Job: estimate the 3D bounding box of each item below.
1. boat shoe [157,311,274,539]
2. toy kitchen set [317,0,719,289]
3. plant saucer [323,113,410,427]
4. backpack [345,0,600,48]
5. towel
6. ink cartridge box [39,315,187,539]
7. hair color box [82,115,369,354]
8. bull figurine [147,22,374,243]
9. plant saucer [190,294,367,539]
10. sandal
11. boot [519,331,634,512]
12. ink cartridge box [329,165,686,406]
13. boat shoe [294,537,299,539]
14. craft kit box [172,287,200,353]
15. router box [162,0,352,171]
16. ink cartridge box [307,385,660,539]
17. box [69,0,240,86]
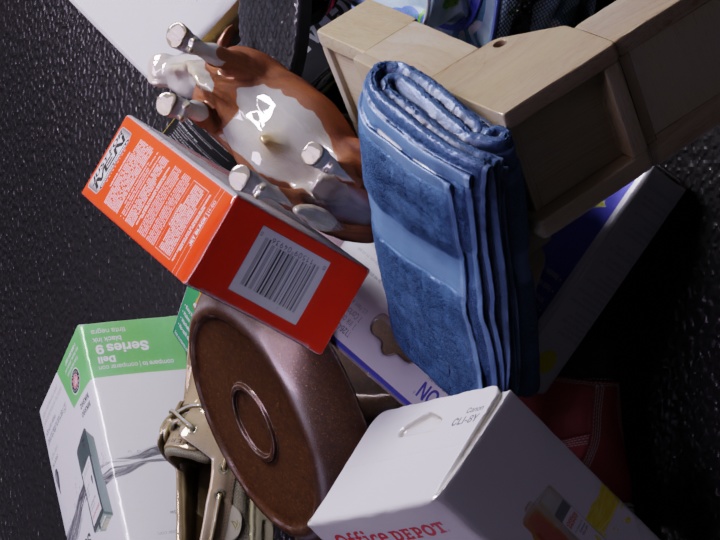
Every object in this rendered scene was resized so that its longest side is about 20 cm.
[{"bbox_3d":[-0.103,0.116,1.915,0.072,0.065,0.202,-18,73,56],"label":"boat shoe"},{"bbox_3d":[0.115,-0.085,1.576,0.200,0.180,0.164,30,147,54],"label":"toy kitchen set"},{"bbox_3d":[0.000,0.000,1.800,0.199,0.034,0.202,1,92,29],"label":"plant saucer"},{"bbox_3d":[0.067,-0.230,1.666,0.183,0.146,0.201,33,114,53],"label":"backpack"},{"bbox_3d":[0.045,-0.014,1.509,0.112,0.048,0.201,38,152,36],"label":"towel"},{"bbox_3d":[-0.166,0.157,2.057,0.146,0.083,0.201,121,140,-54],"label":"ink cartridge box"},{"bbox_3d":[-0.083,-0.024,1.645,0.061,0.101,0.200,-59,27,3],"label":"hair color box"},{"bbox_3d":[-0.058,-0.085,1.601,0.200,0.121,0.065,37,102,26],"label":"bull figurine"},{"bbox_3d":[-0.055,0.090,1.765,0.200,0.034,0.201,48,151,37],"label":"plant saucer"},{"bbox_3d":[-0.034,-0.197,1.664,0.075,0.045,0.202,22,109,56],"label":"sandal"},{"bbox_3d":[0.088,0.095,1.686,0.199,0.072,0.145,-11,78,49],"label":"boot"},{"bbox_3d":[0.075,-0.011,1.662,0.201,0.047,0.198,-56,39,4],"label":"ink cartridge box"},{"bbox_3d":[0.005,0.203,1.833,0.073,0.063,0.202,-44,58,42],"label":"boat shoe"},{"bbox_3d":[-0.051,0.016,1.940,0.200,0.048,0.198,51,127,47],"label":"craft kit box"},{"bbox_3d":[-0.055,-0.124,1.821,0.052,0.200,0.157,44,136,0],"label":"router box"},{"bbox_3d":[0.089,0.168,1.550,0.084,0.200,0.145,-53,18,-28],"label":"ink cartridge box"},{"bbox_3d":[-0.094,-0.207,1.821,0.106,0.200,0.152,45,100,5],"label":"box"}]
